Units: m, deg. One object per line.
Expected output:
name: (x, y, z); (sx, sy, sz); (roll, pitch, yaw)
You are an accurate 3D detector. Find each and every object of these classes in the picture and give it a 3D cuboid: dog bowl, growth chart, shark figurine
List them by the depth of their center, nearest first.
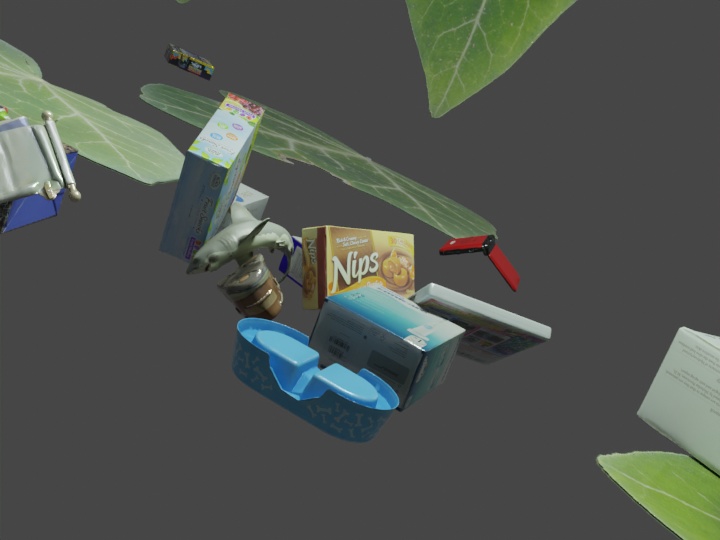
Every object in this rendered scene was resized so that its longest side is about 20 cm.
dog bowl: (-0.055, 0.120, 1.031); (0.197, 0.050, 0.111); (27, 13, 15)
growth chart: (-0.428, -0.123, 1.072); (0.196, 0.018, 0.147); (-13, 66, -17)
shark figurine: (-0.148, -0.055, 1.339); (0.213, 0.128, 0.090); (-1, 50, -56)

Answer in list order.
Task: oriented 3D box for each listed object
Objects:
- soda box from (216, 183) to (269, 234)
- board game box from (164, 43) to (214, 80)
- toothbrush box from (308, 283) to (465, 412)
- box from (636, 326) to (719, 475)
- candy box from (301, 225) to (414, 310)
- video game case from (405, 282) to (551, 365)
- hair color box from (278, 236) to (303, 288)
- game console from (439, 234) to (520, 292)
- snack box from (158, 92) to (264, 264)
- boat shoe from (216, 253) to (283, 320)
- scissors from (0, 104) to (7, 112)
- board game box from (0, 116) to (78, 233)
soda box: (-0.216, -0.099, 1.576); (0.067, 0.065, 0.200); (25, 13, 5)
board game box: (-0.632, -0.769, 3.501); (0.163, 0.058, 0.200); (21, 13, -22)
toothbrush box: (0.036, 0.092, 1.222); (0.144, 0.087, 0.199); (26, 14, 16)
box: (0.607, 0.221, 1.555); (0.197, 0.174, 0.199); (12, 17, -42)
candy box: (0.000, 0.000, 1.407); (0.055, 0.118, 0.198); (-5, -5, 43)
video game case: (0.147, 0.082, 1.382); (0.197, 0.024, 0.182); (21, -24, -16)
hair color box: (-0.020, 0.006, 1.516); (0.198, 0.066, 0.109); (12, 17, -48)
game console: (0.284, -0.014, 2.252); (0.168, 0.122, 0.200); (-6, 7, 13)
snack box: (-0.211, -0.132, 1.358); (0.067, 0.171, 0.201); (22, 34, -3)
boat shoe: (-0.138, 0.030, 1.223); (0.072, 0.075, 0.200); (56, -1, -10)
scissors: (-0.540, -0.240, 1.213); (0.197, 0.014, 0.073); (28, 15, 6)
board game box: (-0.482, -0.141, 1.182); (0.197, 0.098, 0.160); (25, 13, 1)
